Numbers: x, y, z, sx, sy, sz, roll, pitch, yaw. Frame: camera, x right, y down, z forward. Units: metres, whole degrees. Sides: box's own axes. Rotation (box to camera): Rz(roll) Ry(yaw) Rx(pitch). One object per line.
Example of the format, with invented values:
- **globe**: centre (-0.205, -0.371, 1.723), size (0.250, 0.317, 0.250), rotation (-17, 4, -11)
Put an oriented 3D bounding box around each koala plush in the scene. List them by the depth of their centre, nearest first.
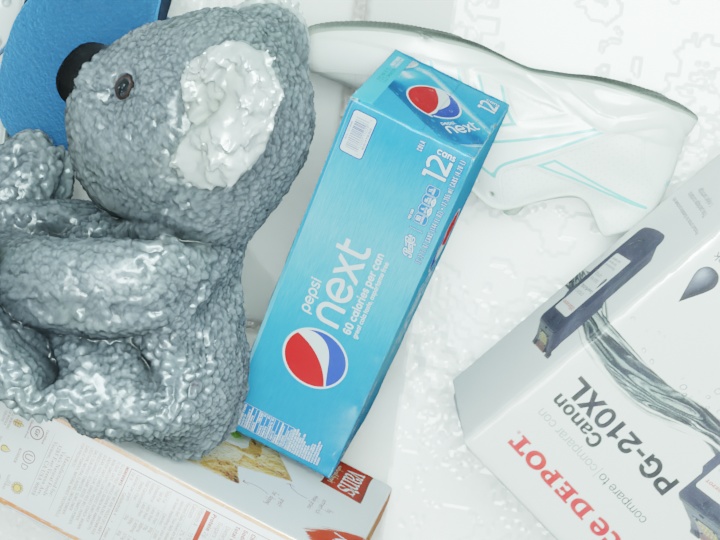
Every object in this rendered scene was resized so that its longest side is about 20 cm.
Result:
- **koala plush**: centre (-0.091, -0.036, 0.753), size (0.184, 0.177, 0.200), rotation (36, 104, -4)

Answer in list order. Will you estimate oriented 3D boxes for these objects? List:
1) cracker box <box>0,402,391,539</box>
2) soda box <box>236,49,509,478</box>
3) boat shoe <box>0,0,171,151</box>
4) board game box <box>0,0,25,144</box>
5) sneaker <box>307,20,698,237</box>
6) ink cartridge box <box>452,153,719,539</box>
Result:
- **cracker box**: centre (-0.091, 0.105, 0.828), size (0.200, 0.134, 0.058), rotation (27, 102, 4)
- **soda box**: centre (0.000, 0.000, 0.799), size (0.064, 0.068, 0.200), rotation (27, 123, 5)
- **boat shoe**: centre (-0.117, -0.147, 0.829), size (0.084, 0.069, 0.200), rotation (32, 115, -8)
- **board game box**: centre (-0.284, -0.072, 0.890), size (0.199, 0.026, 0.201), rotation (12, 100, 8)
- **sneaker**: centre (0.060, -0.072, 0.812), size (0.200, 0.070, 0.080), rotation (18, 103, 6)
- **ink cartridge box**: centre (0.164, 0.055, 0.791), size (0.200, 0.084, 0.145), rotation (-41, 103, 12)
